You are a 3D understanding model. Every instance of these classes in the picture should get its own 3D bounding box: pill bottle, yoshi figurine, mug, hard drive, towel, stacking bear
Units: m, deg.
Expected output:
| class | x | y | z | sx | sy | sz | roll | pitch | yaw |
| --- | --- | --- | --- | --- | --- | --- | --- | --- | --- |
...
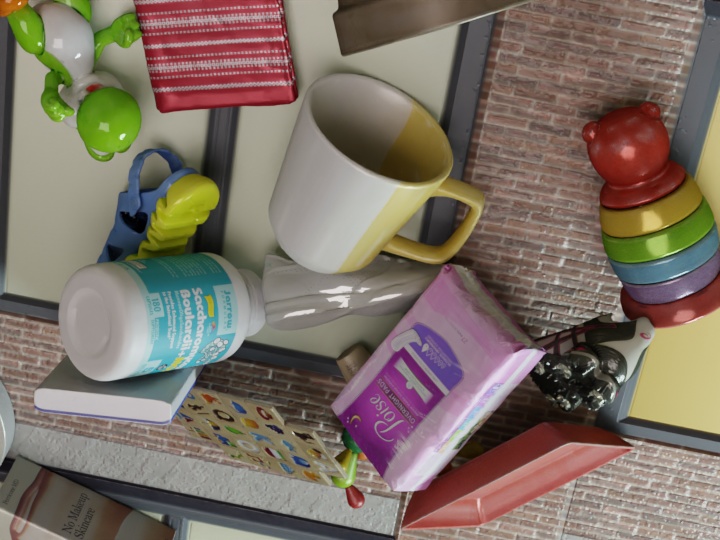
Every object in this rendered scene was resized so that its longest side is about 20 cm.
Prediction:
| class | x | y | z | sx | sy | sz | roll | pitch | yaw |
| --- | --- | --- | --- | --- | --- | --- | --- | --- | --- |
| pill bottle | -0.184 | 0.040 | 1.540 | 0.111 | 0.200 | 0.111 | 7 | 100 | 42 |
| yoshi figurine | -0.258 | -0.189 | 1.474 | 0.112 | 0.112 | 0.201 | -16 | 117 | 17 |
| mug | 0.000 | -0.066 | 1.485 | 0.186 | 0.149 | 0.153 | 41 | 127 | 13 |
| hard drive | -0.229 | 0.100 | 1.576 | 0.131 | 0.200 | 0.025 | 6 | 106 | 5 |
| towel | -0.139 | -0.243 | 1.480 | 0.144 | 0.023 | 0.201 | -3 | 116 | 12 |
| stacking bear | 0.269 | -0.058 | 1.477 | 0.121 | 0.114 | 0.201 | -18 | 110 | 17 |

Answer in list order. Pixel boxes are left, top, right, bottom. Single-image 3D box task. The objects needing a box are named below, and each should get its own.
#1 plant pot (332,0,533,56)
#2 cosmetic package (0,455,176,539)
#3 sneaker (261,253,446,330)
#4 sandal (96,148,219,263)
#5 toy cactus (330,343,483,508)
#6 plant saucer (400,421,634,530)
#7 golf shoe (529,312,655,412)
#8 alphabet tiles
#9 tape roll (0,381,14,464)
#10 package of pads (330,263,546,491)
| class | x | y | z | sx | sy | sz | roll | pitch | yaw |
| --- | --- | --- | --- | --- | --- | --- | --- | --- | --- |
| plant pot | 0.056 | -0.292 | 1.345 | 0.199 | 0.200 | 0.174 | -14 | 100 | 15 |
| cosmetic package | -0.316 | 0.301 | 1.755 | 0.199 | 0.103 | 0.087 | 25 | 117 | -8 |
| sneaker | 0.000 | 0.000 | 1.571 | 0.199 | 0.075 | 0.089 | -8 | 73 | -3 |
| sandal | -0.213 | -0.047 | 1.577 | 0.200 | 0.079 | 0.087 | -49 | 65 | 34 |
| toy cactus | 0.029 | 0.155 | 1.640 | 0.200 | 0.102 | 0.165 | -31 | 100 | 31 |
| plant saucer | 0.156 | 0.205 | 1.611 | 0.199 | 0.200 | 0.037 | -31 | 70 | 22 |
| golf shoe | 0.216 | 0.086 | 1.537 | 0.088 | 0.200 | 0.077 | -40 | 101 | -15 |
| alphabet tiles | -0.113 | 0.167 | 1.635 | 0.199 | 0.006 | 0.167 | 11 | 151 | 30 |
| tape roll | -0.478 | 0.160 | 1.738 | 0.202 | 0.037 | 0.204 | 4 | 119 | 7 |
| package of pads | 0.071 | 0.104 | 1.528 | 0.200 | 0.076 | 0.121 | -51 | 61 | 20 |
